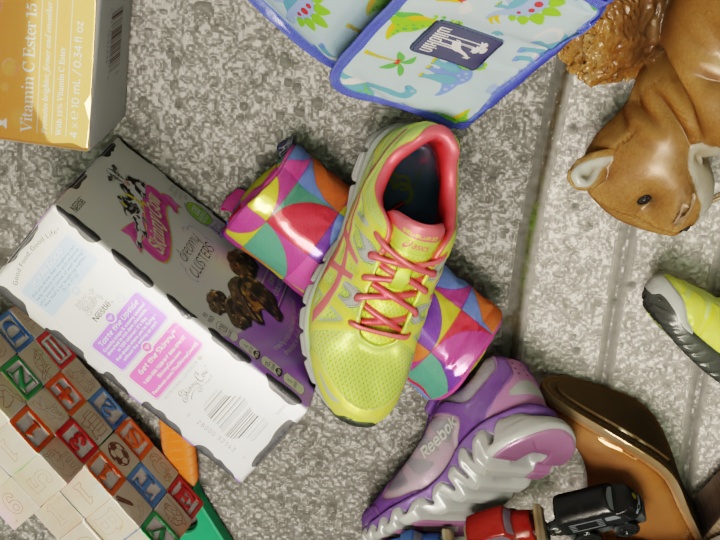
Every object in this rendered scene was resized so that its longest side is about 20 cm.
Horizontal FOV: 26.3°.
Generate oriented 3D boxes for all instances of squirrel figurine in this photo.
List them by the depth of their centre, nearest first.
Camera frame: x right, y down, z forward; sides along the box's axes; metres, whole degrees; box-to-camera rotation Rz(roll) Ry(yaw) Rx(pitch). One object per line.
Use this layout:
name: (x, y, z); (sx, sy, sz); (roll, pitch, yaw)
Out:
squirrel figurine: (0.196, -0.127, 0.959); (0.200, 0.141, 0.187); (47, 118, 4)

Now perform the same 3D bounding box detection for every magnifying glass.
magnifying glass: (-0.130, 0.175, 1.137); (0.079, 0.022, 0.201); (-1, 111, 6)

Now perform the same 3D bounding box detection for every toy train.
toy train: (0.094, 0.181, 1.040); (0.199, 0.034, 0.046); (-19, 140, 19)

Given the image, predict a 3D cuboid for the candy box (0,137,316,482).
candy box: (-0.120, 0.019, 1.002); (0.200, 0.168, 0.072); (39, 108, -9)

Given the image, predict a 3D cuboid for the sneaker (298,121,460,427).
sneaker: (0.017, -0.004, 0.946); (0.078, 0.090, 0.201); (14, 79, -17)

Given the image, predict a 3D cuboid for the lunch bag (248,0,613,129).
lunch bag: (0.034, -0.187, 0.907); (0.200, 0.128, 0.170); (41, 145, -8)

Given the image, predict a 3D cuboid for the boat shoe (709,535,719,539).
boat shoe: (0.233, 0.220, 1.031); (0.199, 0.063, 0.073); (-2, 116, -2)

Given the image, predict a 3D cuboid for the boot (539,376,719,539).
boot: (0.175, 0.176, 1.088); (0.199, 0.077, 0.156); (31, 113, -13)

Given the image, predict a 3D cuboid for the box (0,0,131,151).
box: (-0.255, -0.160, 0.991); (0.199, 0.098, 0.125); (8, 110, 3)

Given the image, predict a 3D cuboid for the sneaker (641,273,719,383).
sneaker: (0.275, 0.051, 1.034); (0.199, 0.075, 0.077); (32, 102, -17)

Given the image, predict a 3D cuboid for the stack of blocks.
stack of blocks: (-0.209, 0.128, 1.065); (0.058, 0.115, 0.200); (-38, 97, 22)

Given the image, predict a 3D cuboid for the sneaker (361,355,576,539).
sneaker: (0.067, 0.128, 1.073); (0.080, 0.089, 0.200); (9, 141, -36)

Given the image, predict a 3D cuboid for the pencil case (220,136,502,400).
pencil case: (0.000, 0.000, 1.033); (0.200, 0.088, 0.088); (40, 108, -6)
